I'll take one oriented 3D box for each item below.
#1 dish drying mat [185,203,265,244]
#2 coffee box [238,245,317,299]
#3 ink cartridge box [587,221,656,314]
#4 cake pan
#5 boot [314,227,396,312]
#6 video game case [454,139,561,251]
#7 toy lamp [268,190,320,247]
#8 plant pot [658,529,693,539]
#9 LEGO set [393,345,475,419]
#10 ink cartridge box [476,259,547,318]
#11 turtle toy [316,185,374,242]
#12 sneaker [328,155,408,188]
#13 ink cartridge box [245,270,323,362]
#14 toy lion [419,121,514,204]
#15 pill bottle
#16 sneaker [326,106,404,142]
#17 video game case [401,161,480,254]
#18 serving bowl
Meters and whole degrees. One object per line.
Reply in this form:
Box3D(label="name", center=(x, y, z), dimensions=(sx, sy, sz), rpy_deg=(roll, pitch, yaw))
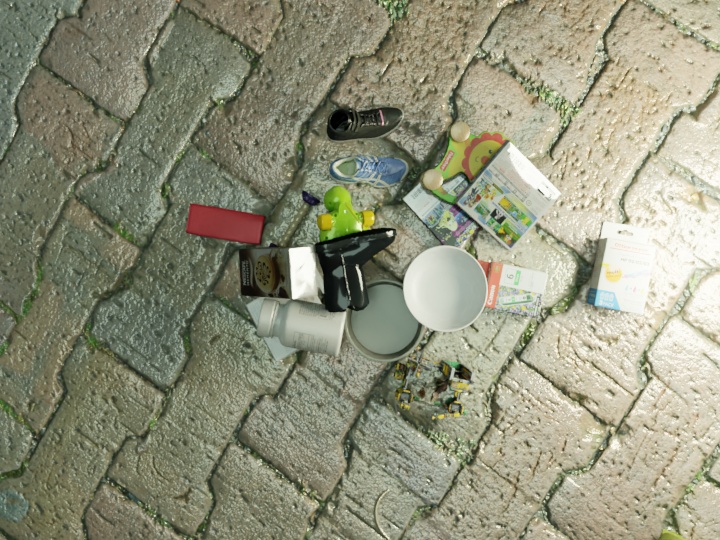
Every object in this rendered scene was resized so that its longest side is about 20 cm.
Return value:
Box3D(label="dish drying mat", center=(-0.342, -0.116, 1.611), dimensions=(0.197, 0.018, 0.078), rpy_deg=(10, 91, 7))
Box3D(label="coffee box", center=(-0.193, 0.003, 1.471), dimensions=(0.198, 0.079, 0.115), rpy_deg=(0, 95, 46))
Box3D(label="ink cartridge box", center=(0.611, -0.008, 1.486), dimensions=(0.113, 0.068, 0.203), rpy_deg=(10, 92, 5))
Box3D(label="cake pan", center=(0.059, 0.122, 1.562), dimensions=(0.197, 0.037, 0.204), rpy_deg=(0, 91, 6))
Box3D(label="boot", center=(0.000, 0.000, 1.463), dimensions=(0.197, 0.076, 0.171), rpy_deg=(-15, 104, -10))
Box3D(label="video game case", center=(0.345, -0.170, 1.483), dimensions=(0.199, 0.022, 0.183), rpy_deg=(36, 100, -25))
Box3D(label="toy lamp", center=(-0.172, -0.099, 1.573), dimensions=(0.058, 0.058, 0.202), rpy_deg=(31, 95, 5))
Box3D(label="plant pot", center=(0.726, 0.702, 1.439), dimensions=(0.198, 0.200, 0.187), rpy_deg=(20, 82, 5))
Box3D(label="LEGO set", center=(0.179, 0.275, 1.495), dimensions=(0.198, 0.116, 0.156), rpy_deg=(21, 91, -8))
Box3D(label="ink cartridge box", center=(0.336, 0.039, 1.524), dimensions=(0.197, 0.050, 0.111), rpy_deg=(12, 93, 5))
Box3D(label="turtle toy", center=(-0.044, -0.104, 1.535), dimensions=(0.144, 0.101, 0.203), rpy_deg=(-6, 91, -20))
Box3D(label="sneaker", center=(0.018, -0.240, 1.540), dimensions=(0.197, 0.077, 0.077), rpy_deg=(-3, 89, 5))
Box3D(label="ink cartridge box", center=(-0.162, 0.110, 1.589), dimensions=(0.198, 0.057, 0.164), rpy_deg=(-29, 88, -9))
Box3D(label="toy lion", center=(0.263, -0.241, 1.491), dimensions=(0.190, 0.069, 0.202), rpy_deg=(31, 94, -4))
Box3D(label="pill bottle", center=(-0.140, 0.129, 1.508), dimensions=(0.197, 0.114, 0.116), rpy_deg=(11, 92, -2))
Box3D(label="sneaker", center=(0.009, -0.356, 1.528), dimensions=(0.197, 0.099, 0.072), rpy_deg=(-12, 88, 5))
Box3D(label="video game case", center=(0.231, -0.174, 1.539), dimensions=(0.200, 0.036, 0.182), rpy_deg=(-43, 87, 5))
Box3D(label="serving bowl", center=(0.198, 0.046, 1.511), dimensions=(0.197, 0.066, 0.203), rpy_deg=(0, 83, 2))
